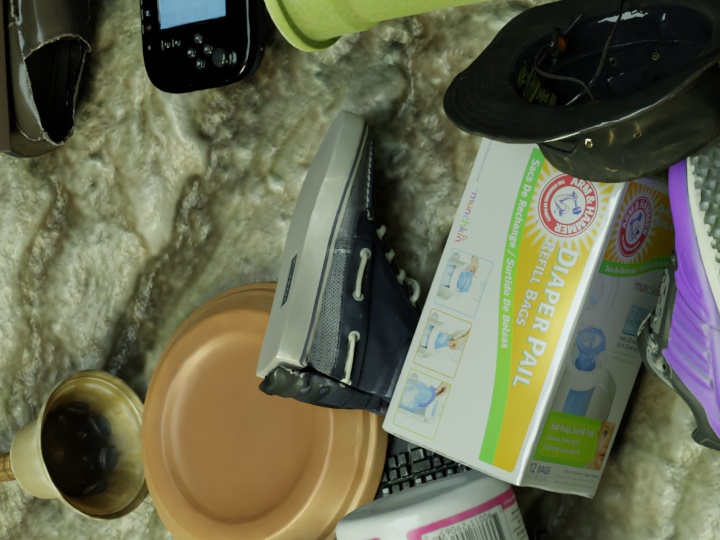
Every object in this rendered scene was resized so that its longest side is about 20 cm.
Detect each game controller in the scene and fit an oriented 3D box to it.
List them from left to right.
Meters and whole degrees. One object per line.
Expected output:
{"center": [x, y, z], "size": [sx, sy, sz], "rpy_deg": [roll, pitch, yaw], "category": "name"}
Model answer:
{"center": [-0.111, -0.222, 1.780], "size": [0.104, 0.042, 0.200], "rpy_deg": [-5, 86, 32], "category": "game controller"}

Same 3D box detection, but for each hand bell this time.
{"center": [-0.247, 0.138, 1.849], "size": [0.200, 0.104, 0.104], "rpy_deg": [-16, 81, 42], "category": "hand bell"}

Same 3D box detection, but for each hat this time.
{"center": [0.153, -0.099, 1.495], "size": [0.200, 0.201, 0.081], "rpy_deg": [-7, 120, 32], "category": "hat"}

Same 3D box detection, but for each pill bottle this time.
{"center": [0.066, 0.232, 1.612], "size": [0.113, 0.113, 0.200], "rpy_deg": [-17, 91, 31], "category": "pill bottle"}

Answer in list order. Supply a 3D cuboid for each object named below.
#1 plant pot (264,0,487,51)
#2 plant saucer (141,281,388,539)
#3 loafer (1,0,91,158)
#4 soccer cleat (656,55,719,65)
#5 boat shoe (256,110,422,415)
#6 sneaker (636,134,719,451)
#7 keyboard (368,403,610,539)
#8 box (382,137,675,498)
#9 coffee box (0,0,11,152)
{"center": [0.050, -0.238, 1.609], "size": [0.184, 0.200, 0.201], "rpy_deg": [-1, 89, 20], "category": "plant pot"}
{"center": [-0.072, 0.106, 1.743], "size": [0.200, 0.037, 0.201], "rpy_deg": [-6, 79, 35], "category": "plant saucer"}
{"center": [-0.212, -0.174, 1.821], "size": [0.071, 0.073, 0.200], "rpy_deg": [15, 108, 49], "category": "loafer"}
{"center": [0.208, -0.131, 1.579], "size": [0.200, 0.065, 0.084], "rpy_deg": [65, 148, 11], "category": "soccer cleat"}
{"center": [0.000, 0.000, 1.694], "size": [0.075, 0.093, 0.200], "rpy_deg": [139, 148, -66], "category": "boat shoe"}
{"center": [0.200, 0.021, 1.547], "size": [0.099, 0.070, 0.201], "rpy_deg": [-8, 103, 44], "category": "sneaker"}
{"center": [0.068, 0.130, 1.677], "size": [0.200, 0.021, 0.127], "rpy_deg": [-20, 79, 31], "category": "keyboard"}
{"center": [0.110, 0.024, 1.586], "size": [0.101, 0.112, 0.200], "rpy_deg": [21, 92, 31], "category": "box"}
{"center": [-0.331, -0.131, 1.855], "size": [0.200, 0.080, 0.115], "rpy_deg": [0, 94, 53], "category": "coffee box"}
